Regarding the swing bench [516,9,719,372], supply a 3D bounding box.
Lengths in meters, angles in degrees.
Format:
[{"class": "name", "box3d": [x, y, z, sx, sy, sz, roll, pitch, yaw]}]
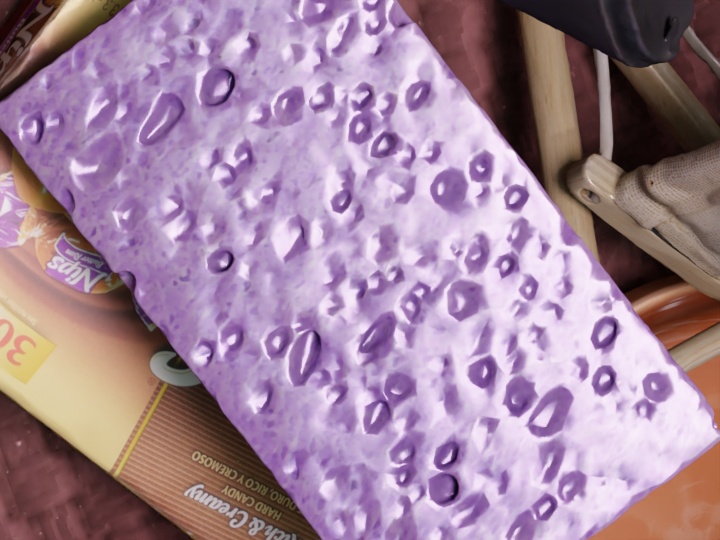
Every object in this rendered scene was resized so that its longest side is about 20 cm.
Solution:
[{"class": "swing bench", "box3d": [0.131, -0.061, 0.717, 0.130, 0.199, 0.200, -25, 93, -32]}]

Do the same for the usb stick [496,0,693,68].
[{"class": "usb stick", "box3d": [0.011, -0.112, 0.684, 0.033, 0.200, 0.055, -51, 144, -10]}]

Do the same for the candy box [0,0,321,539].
[{"class": "candy box", "box3d": [-0.051, 0.012, 0.752, 0.200, 0.056, 0.117, 41, 82, -21]}]

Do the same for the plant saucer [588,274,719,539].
[{"class": "plant saucer", "box3d": [0.123, 0.098, 0.851, 0.200, 0.032, 0.201, -3, 99, -21]}]

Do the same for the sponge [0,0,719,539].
[{"class": "sponge", "box3d": [0.000, 0.000, 0.687, 0.112, 0.030, 0.200, -38, 95, -1]}]
